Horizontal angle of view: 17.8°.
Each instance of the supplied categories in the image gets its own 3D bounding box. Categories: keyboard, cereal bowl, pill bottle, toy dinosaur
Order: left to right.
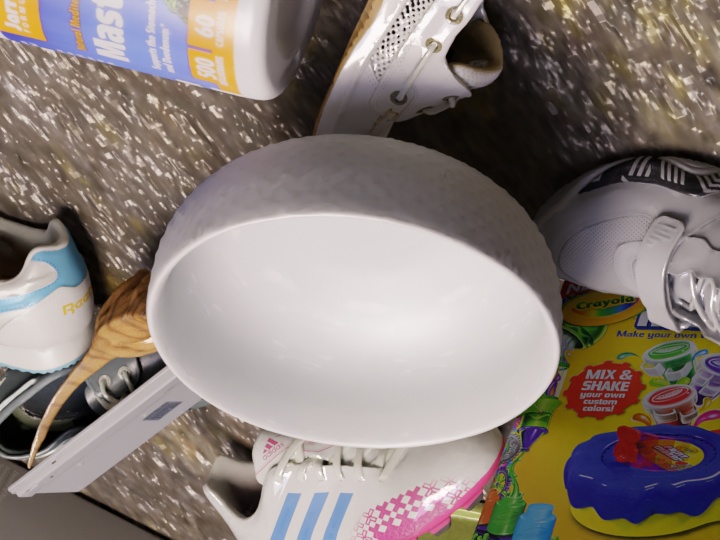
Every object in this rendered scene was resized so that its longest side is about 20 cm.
[{"bbox_3d":[-0.121,-0.154,1.063,0.198,0.112,0.113,14,135,11],"label":"pill bottle"},{"bbox_3d":[-0.124,0.029,1.236,0.061,0.106,0.200,53,147,1],"label":"toy dinosaur"},{"bbox_3d":[-0.115,0.076,1.267,0.200,0.056,0.011,-37,71,33],"label":"keyboard"},{"bbox_3d":[0.000,0.000,1.095,0.198,0.084,0.201,5,147,3],"label":"cereal bowl"}]

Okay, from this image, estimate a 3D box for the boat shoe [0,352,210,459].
[{"bbox_3d":[-0.134,0.068,1.316,0.199,0.062,0.073,-14,123,33],"label":"boat shoe"}]

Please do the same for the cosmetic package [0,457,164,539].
[{"bbox_3d":[-0.215,0.192,1.456,0.199,0.091,0.107,27,136,-6],"label":"cosmetic package"}]

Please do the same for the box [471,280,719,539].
[{"bbox_3d":[0.181,0.112,1.120,0.198,0.193,0.123,-1,131,24],"label":"box"}]

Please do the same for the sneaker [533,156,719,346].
[{"bbox_3d":[0.165,0.009,1.085,0.198,0.115,0.076,2,132,22],"label":"sneaker"}]

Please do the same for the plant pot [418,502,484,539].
[{"bbox_3d":[0.048,0.268,1.335,0.199,0.185,0.201,12,136,12],"label":"plant pot"}]

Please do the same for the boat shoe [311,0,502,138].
[{"bbox_3d":[0.032,-0.103,1.071,0.069,0.071,0.201,27,135,1],"label":"boat shoe"}]

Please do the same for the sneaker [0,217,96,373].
[{"bbox_3d":[-0.244,0.002,1.303,0.198,0.077,0.081,3,124,14],"label":"sneaker"}]

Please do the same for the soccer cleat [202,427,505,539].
[{"bbox_3d":[-0.010,0.116,1.299,0.199,0.070,0.086,-26,118,40],"label":"soccer cleat"}]
